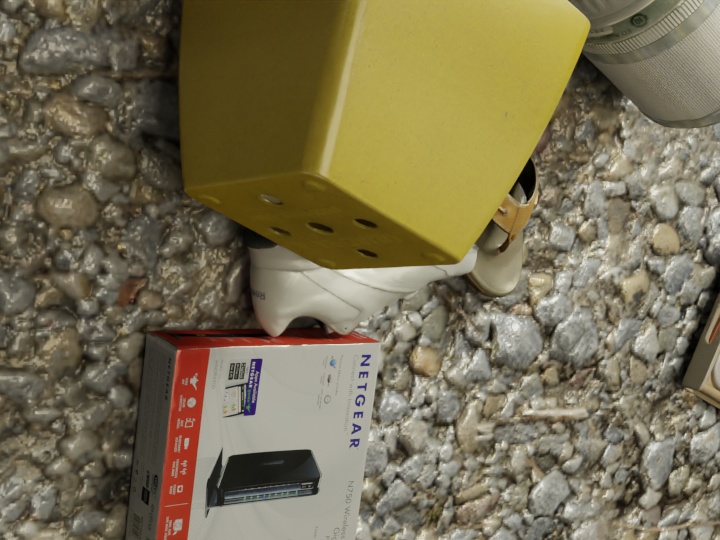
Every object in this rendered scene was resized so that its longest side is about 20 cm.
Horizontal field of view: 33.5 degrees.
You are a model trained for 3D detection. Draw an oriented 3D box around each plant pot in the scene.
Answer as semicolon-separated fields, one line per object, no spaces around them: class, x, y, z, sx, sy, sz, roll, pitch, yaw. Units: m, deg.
plant pot;-0.003;-0.108;0.754;0.199;0.198;0.179;29;70;-38

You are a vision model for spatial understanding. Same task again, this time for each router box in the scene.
router box;-0.079;0.145;0.882;0.177;0.049;0.204;0;101;-37

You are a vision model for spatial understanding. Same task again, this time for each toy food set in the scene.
toy food set;0.422;0.086;1.244;0.199;0.060;0.146;28;84;-38

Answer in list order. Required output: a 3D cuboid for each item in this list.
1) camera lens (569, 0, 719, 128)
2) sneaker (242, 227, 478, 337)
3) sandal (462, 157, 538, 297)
camera lens;0.248;-0.223;0.967;0.199;0.159;0.162;32;82;-38
sneaker;0.000;0.000;0.900;0.197;0.074;0.089;-4;110;-28
sandal;0.117;-0.075;0.972;0.079;0.054;0.204;-4;104;-36
